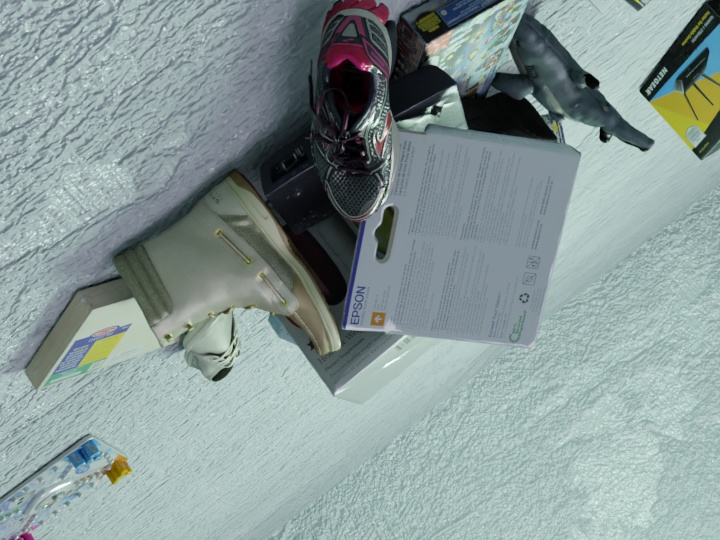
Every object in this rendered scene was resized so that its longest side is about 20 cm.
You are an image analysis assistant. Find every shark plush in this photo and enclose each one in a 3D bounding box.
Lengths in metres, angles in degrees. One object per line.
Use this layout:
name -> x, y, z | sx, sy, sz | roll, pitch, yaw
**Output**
shark plush -> 0.218, -0.185, 1.241 | 0.091, 0.200, 0.083 | -40, -178, -17

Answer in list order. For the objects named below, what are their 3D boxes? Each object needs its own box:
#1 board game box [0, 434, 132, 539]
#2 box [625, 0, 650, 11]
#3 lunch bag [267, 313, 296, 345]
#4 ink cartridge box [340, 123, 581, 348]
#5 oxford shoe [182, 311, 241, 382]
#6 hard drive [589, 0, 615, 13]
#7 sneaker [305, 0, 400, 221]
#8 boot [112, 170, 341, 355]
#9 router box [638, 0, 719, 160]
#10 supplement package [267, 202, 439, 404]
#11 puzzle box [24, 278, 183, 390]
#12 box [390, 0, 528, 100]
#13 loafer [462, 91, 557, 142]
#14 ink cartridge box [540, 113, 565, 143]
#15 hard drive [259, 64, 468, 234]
board game box -> -0.395, 0.294, 1.520 | 0.199, 0.026, 0.200 | -37, 166, -8
box -> 0.317, -0.359, 1.245 | 0.160, 0.044, 0.200 | -43, 164, 20
lunch bag -> -0.002, 0.018, 1.453 | 0.170, 0.127, 0.199 | -48, 156, 27
ink cartridge box -> 0.089, -0.032, 1.109 | 0.198, 0.041, 0.201 | 7, 109, -15
oxford shoe -> -0.161, 0.079, 1.339 | 0.075, 0.058, 0.200 | -48, 174, -20
hard drive -> 0.266, -0.346, 1.107 | 0.200, 0.027, 0.132 | -43, 141, 18
sneaker -> -0.011, -0.121, 0.982 | 0.075, 0.080, 0.201 | -76, 167, -47
boot -> -0.121, 0.028, 1.110 | 0.154, 0.201, 0.072 | -35, -157, -6
router box -> 0.518, -0.281, 1.752 | 0.051, 0.149, 0.200 | -29, 162, -32
supplement package -> 0.000, 0.000, 1.248 | 0.191, 0.200, 0.147 | -39, 165, 2
puzzle box -> -0.227, 0.047, 1.188 | 0.199, 0.025, 0.133 | -19, 156, -53
box -> 0.086, -0.204, 1.159 | 0.136, 0.040, 0.200 | -32, 164, -20
loafer -> 0.138, -0.143, 1.267 | 0.199, 0.073, 0.071 | -6, 147, -51
ink cartridge box -> 0.142, -0.138, 1.382 | 0.108, 0.051, 0.199 | -7, -170, 42
hard drive -> 0.004, -0.114, 1.117 | 0.199, 0.043, 0.135 | -30, 162, 2
